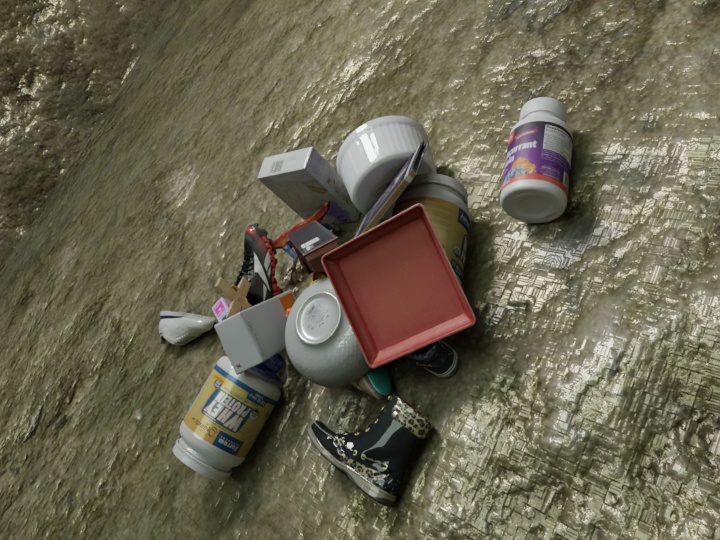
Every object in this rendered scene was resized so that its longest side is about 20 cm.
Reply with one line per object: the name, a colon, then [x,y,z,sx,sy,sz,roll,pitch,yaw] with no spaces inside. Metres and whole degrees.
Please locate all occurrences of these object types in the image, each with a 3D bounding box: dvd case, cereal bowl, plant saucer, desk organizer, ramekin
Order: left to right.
desk organizer: [-0.083,-0.033,1.152,0.071,0.078,0.200,-27,19,-8]
cereal bowl: [-0.055,0.097,1.044,0.197,0.083,0.204,-13,63,25]
dvd case: [0.050,-0.131,1.070,0.201,0.016,0.149,-51,8,32]
ramekin: [0.057,-0.197,1.188,0.199,0.200,0.099,-31,53,19]
plant saucer: [0.060,0.026,0.948,0.197,0.037,0.203,-27,88,23]

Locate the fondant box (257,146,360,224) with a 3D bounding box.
fondant box: [-0.106,-0.177,1.301,0.142,0.200,0.059,-3,61,37]

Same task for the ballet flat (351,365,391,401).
ballet flat: [0.005,0.171,1.086,0.068,0.067,0.202,-52,34,27]

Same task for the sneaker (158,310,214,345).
sneaker: [-0.428,0.145,1.459,0.198,0.076,0.082,-5,70,43]

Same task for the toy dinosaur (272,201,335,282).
toy dinosaur: [-0.146,-0.083,1.319,0.177,0.203,0.106,-2,37,2]

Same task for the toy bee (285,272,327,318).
toy bee: [-0.091,0.067,1.178,0.202,0.106,0.133,-92,13,-55]

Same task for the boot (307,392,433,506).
boot: [0.016,0.269,0.992,0.202,0.073,0.155,30,85,39]

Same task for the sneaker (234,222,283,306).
sneaker: [-0.228,0.003,1.283,0.097,0.204,0.070,-22,23,-37]

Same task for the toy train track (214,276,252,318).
toy train track: [-0.230,0.093,1.226,0.032,0.200,0.116,-26,31,30]

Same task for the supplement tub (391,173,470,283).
supplement tub: [0.119,-0.053,1.060,0.143,0.144,0.203,-7,58,36]

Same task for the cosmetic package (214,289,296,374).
cosmetic package: [-0.185,0.115,1.162,0.070,0.200,0.103,-26,91,25]

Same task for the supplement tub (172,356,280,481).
supplement tub: [-0.261,0.287,1.159,0.143,0.144,0.202,19,75,45]

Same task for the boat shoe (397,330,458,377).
boat shoe: [0.077,0.114,1.033,0.199,0.091,0.072,22,77,46]

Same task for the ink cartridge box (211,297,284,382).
ink cartridge box: [-0.231,0.145,1.248,0.042,0.119,0.200,-46,43,6]

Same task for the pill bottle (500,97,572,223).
pill bottle: [0.309,-0.195,1.033,0.110,0.111,0.203,-6,59,37]
